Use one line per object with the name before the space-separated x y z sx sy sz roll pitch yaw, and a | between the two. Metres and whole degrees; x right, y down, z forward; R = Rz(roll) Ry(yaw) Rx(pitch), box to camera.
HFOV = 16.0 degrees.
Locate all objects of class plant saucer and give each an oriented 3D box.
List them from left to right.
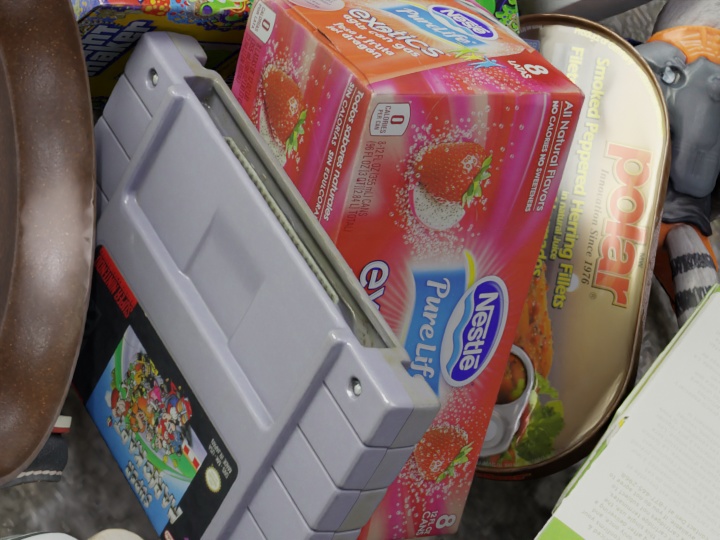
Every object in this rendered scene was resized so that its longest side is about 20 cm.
plant saucer | -0.138 -0.027 0.876 0.034 0.200 0.202 1 70 12

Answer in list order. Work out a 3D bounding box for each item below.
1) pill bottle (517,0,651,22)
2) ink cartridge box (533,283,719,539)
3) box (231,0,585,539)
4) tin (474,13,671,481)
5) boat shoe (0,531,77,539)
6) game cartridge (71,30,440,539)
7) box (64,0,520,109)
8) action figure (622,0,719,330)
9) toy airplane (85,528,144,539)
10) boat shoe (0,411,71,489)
pill bottle | 0.081 -0.215 1.151 0.111 0.112 0.201 -15 84 -33
ink cartridge box | 0.142 0.119 0.986 0.147 0.076 0.200 38 48 7
box | 0.000 0.000 0.986 0.099 0.095 0.201 -2 120 -33
tin | 0.072 -0.009 1.088 0.042 0.111 0.202 46 54 -67
boat shoe | -0.185 0.131 0.866 0.198 0.074 0.068 -30 54 -3
game cartridge | -0.056 0.024 0.940 0.038 0.130 0.200 5 39 -43
box | -0.055 -0.177 1.052 0.191 0.122 0.202 0 76 -30
action figure | 0.160 -0.032 1.155 0.199 0.104 0.195 7 82 -26
toy airplane | -0.027 0.209 0.944 0.199 0.141 0.201 16 67 -26
boat shoe | -0.194 0.088 0.920 0.199 0.071 0.063 -9 87 -31
